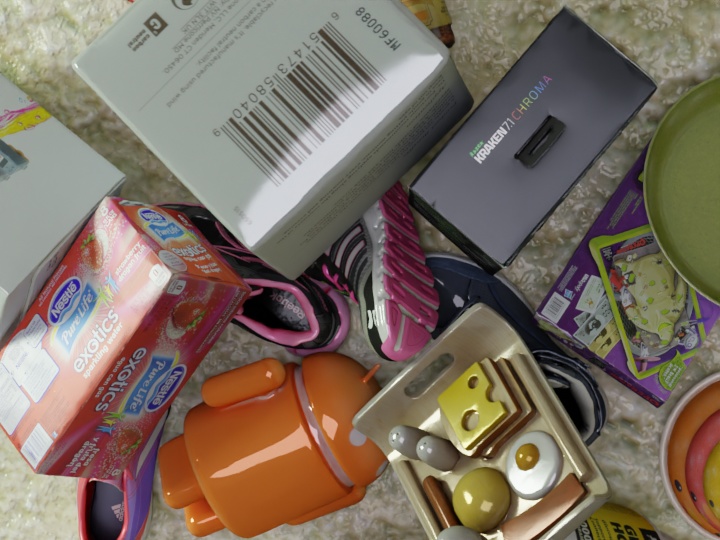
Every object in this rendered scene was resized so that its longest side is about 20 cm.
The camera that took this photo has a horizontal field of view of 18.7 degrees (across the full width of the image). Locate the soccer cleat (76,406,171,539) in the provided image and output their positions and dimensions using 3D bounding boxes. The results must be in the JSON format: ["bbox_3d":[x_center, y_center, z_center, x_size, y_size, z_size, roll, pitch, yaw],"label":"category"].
[{"bbox_3d":[-0.193,0.137,1.756,0.068,0.073,0.200,7,96,7],"label":"soccer cleat"}]

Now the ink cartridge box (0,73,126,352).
[{"bbox_3d":[-0.307,-0.058,1.691,0.200,0.145,0.145,40,62,3],"label":"ink cartridge box"}]

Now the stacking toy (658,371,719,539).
[{"bbox_3d":[0.296,0.153,1.630,0.146,0.200,0.146,1,95,8],"label":"stacking toy"}]

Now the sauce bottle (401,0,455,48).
[{"bbox_3d":[0.013,-0.258,1.699,0.066,0.066,0.200,-21,91,9],"label":"sauce bottle"}]

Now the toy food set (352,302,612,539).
[{"bbox_3d":[0.080,0.137,1.572,0.144,0.060,0.200,-45,48,19],"label":"toy food set"}]

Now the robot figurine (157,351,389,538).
[{"bbox_3d":[-0.059,0.135,1.716,0.200,0.117,0.144,-25,91,9],"label":"robot figurine"}]

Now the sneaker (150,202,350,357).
[{"bbox_3d":[-0.103,0.007,1.723,0.200,0.095,0.079,26,99,6],"label":"sneaker"}]

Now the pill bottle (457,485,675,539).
[{"bbox_3d":[0.163,0.226,1.649,0.112,0.200,0.113,-11,72,38],"label":"pill bottle"}]

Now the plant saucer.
[{"bbox_3d":[0.308,-0.055,1.664,0.200,0.031,0.200,2,75,-7],"label":"plant saucer"}]

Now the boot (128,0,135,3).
[{"bbox_3d":[-0.108,-0.277,1.712,0.144,0.072,0.200,36,107,3],"label":"boot"}]

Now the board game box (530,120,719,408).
[{"bbox_3d":[0.231,-0.009,1.670,0.120,0.032,0.200,34,73,6],"label":"board game box"}]

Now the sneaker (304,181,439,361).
[{"bbox_3d":[0.000,0.000,1.685,0.087,0.074,0.200,-32,47,22],"label":"sneaker"}]

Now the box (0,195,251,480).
[{"bbox_3d":[-0.189,0.054,1.671,0.100,0.095,0.200,47,110,32],"label":"box"}]

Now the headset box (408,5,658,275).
[{"bbox_3d":[0.123,-0.092,1.619,0.093,0.200,0.174,41,88,2],"label":"headset box"}]

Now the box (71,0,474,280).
[{"bbox_3d":[-0.058,-0.135,1.595,0.199,0.171,0.200,-44,77,1],"label":"box"}]

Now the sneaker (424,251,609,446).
[{"bbox_3d":[0.107,0.063,1.676,0.202,0.146,0.077,40,100,4],"label":"sneaker"}]
